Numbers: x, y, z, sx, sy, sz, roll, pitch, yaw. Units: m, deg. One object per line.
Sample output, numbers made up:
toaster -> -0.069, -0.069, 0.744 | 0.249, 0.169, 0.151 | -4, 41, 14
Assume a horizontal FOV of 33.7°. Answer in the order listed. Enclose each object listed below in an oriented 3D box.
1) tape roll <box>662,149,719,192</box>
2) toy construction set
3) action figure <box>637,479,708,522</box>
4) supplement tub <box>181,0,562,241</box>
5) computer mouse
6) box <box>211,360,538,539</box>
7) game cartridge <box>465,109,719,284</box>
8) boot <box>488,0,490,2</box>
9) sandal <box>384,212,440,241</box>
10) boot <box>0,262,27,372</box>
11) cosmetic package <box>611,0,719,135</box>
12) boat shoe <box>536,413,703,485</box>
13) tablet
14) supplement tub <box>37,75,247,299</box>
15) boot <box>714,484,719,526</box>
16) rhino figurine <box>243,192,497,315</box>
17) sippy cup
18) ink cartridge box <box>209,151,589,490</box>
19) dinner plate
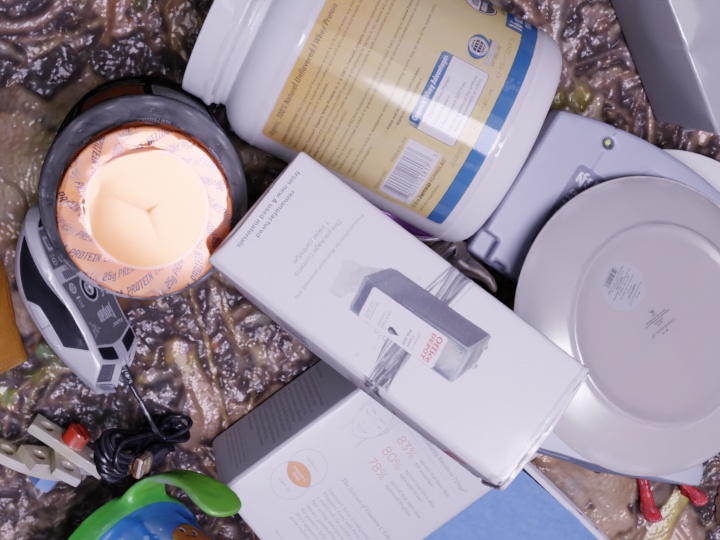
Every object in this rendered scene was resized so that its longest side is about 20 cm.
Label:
tape roll -> 0.215, 0.011, 0.875 | 0.202, 0.037, 0.203 | -1, 95, -7
toy construction set -> -0.276, 0.174, 0.828 | 0.131, 0.092, 0.200 | 39, 86, 8
action figure -> 0.227, 0.097, 0.929 | 0.065, 0.052, 0.200 | -18, 103, -4
supplement tub -> 0.006, -0.121, 0.733 | 0.200, 0.145, 0.145 | 26, 97, -7
computer mouse -> -0.188, 0.049, 0.824 | 0.044, 0.110, 0.200 | -23, 95, 19
box -> 0.010, 0.127, 0.867 | 0.200, 0.097, 0.124 | -36, 107, 0
game cartridge -> 0.187, -0.017, 0.830 | 0.200, 0.041, 0.133 | 34, 93, -11
boot -> 0.046, -0.151, 0.832 | 0.144, 0.071, 0.202 | -5, 114, 4
sandal -> -0.001, -0.080, 0.836 | 0.202, 0.050, 0.083 | 33, 104, -17
boot -> -0.334, 0.033, 0.785 | 0.201, 0.071, 0.144 | -15, 103, -12
cosmetic package -> 0.226, -0.202, 0.825 | 0.090, 0.107, 0.200 | -29, 109, -3
boat shoe -> 0.156, 0.090, 0.819 | 0.202, 0.075, 0.086 | 18, 79, -19
tablet -> 0.081, 0.233, 0.928 | 0.200, 0.014, 0.130 | -40, 109, 16
supplement tub -> -0.135, -0.054, 0.743 | 0.122, 0.200, 0.123 | -2, 104, -10
boot -> 0.353, 0.137, 0.931 | 0.075, 0.107, 0.200 | 13, 99, -12
rhino figurine -> 0.000, 0.000, 0.814 | 0.200, 0.060, 0.088 | 6, 113, 25
sippy cup -> -0.124, 0.235, 0.798 | 0.140, 0.130, 0.178 | -42, 141, -32
ink cartridge box -> 0.022, 0.034, 0.695 | 0.200, 0.146, 0.085 | 39, 85, 6
dinner plate -> 0.195, 0.036, 0.787 | 0.200, 0.024, 0.201 | 2, 84, -17
